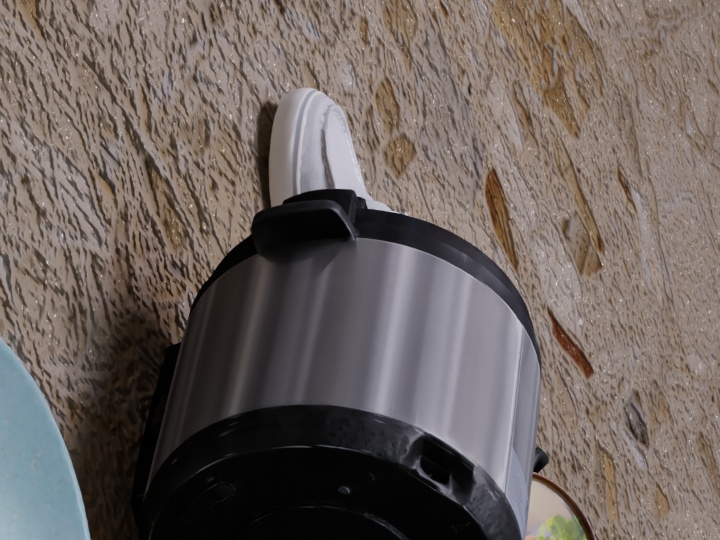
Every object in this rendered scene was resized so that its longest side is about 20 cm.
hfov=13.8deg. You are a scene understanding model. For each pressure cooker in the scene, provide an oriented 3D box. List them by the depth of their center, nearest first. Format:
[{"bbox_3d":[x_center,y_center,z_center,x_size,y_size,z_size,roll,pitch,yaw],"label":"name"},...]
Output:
[{"bbox_3d":[-0.003,0.072,1.355,0.178,0.176,0.200,24,41,-12],"label":"pressure cooker"}]

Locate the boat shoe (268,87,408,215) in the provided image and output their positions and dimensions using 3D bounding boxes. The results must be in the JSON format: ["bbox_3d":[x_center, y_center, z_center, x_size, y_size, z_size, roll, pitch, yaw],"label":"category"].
[{"bbox_3d":[0.000,0.000,1.548,0.072,0.068,0.200,18,63,-65],"label":"boat shoe"}]

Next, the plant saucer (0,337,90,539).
[{"bbox_3d":[-0.166,0.113,1.137,0.201,0.039,0.201,-10,90,-68],"label":"plant saucer"}]

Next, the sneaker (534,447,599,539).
[{"bbox_3d":[0.090,0.187,1.632,0.070,0.099,0.200,-23,100,-65],"label":"sneaker"}]

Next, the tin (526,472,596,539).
[{"bbox_3d":[0.044,0.161,1.523,0.200,0.042,0.112,0,83,-41],"label":"tin"}]
